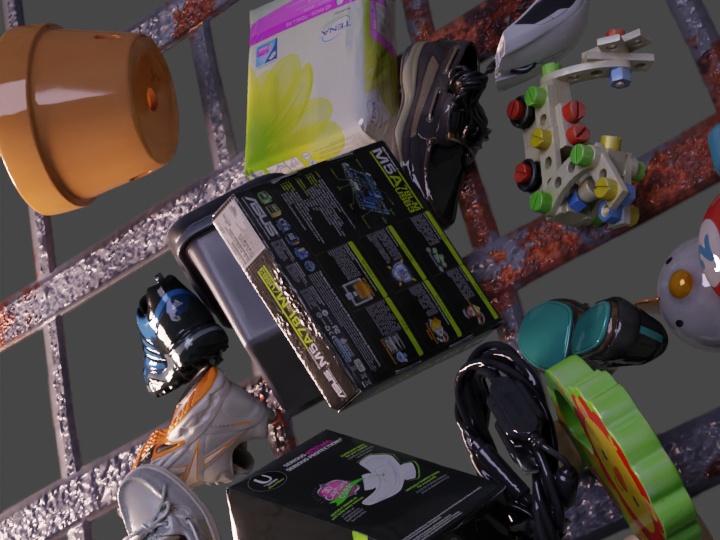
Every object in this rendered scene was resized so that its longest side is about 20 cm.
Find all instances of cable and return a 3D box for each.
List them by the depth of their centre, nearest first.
[{"bbox_3d":[0.127,0.150,1.485,0.051,0.164,0.200,-18,32,-12],"label":"cable"}]

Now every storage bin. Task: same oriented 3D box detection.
[{"bbox_3d":[-0.066,0.026,1.657,0.145,0.200,0.135,-27,63,-2],"label":"storage bin"}]

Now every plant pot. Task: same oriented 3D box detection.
[{"bbox_3d":[-0.277,-0.166,1.919,0.139,0.200,0.201,-9,62,16],"label":"plant pot"}]

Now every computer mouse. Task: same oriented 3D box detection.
[{"bbox_3d":[0.150,-0.193,1.648,0.044,0.110,0.200,36,66,21],"label":"computer mouse"}]

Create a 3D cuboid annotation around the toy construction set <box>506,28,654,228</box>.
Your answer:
[{"bbox_3d":[0.192,-0.121,1.595,0.131,0.092,0.201,-34,39,51],"label":"toy construction set"}]

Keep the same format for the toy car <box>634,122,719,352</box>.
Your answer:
[{"bbox_3d":[0.284,0.007,1.424,0.200,0.176,0.185,-26,65,40],"label":"toy car"}]

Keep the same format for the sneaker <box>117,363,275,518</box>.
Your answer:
[{"bbox_3d":[-0.153,0.181,1.722,0.200,0.092,0.076,-50,15,34],"label":"sneaker"}]

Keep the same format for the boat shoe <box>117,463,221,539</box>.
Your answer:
[{"bbox_3d":[-0.162,0.265,1.648,0.074,0.065,0.203,-33,74,23],"label":"boat shoe"}]

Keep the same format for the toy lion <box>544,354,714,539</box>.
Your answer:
[{"bbox_3d":[0.195,0.138,1.391,0.068,0.192,0.200,-29,49,-4],"label":"toy lion"}]

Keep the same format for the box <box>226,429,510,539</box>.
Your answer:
[{"bbox_3d":[0.010,0.237,1.493,0.199,0.124,0.149,14,119,40],"label":"box"}]

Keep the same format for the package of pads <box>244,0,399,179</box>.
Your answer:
[{"bbox_3d":[-0.035,-0.189,1.818,0.154,0.068,0.201,-17,59,31],"label":"package of pads"}]

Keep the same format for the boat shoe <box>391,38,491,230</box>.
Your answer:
[{"bbox_3d":[0.077,-0.132,1.701,0.073,0.074,0.201,-16,60,31],"label":"boat shoe"}]

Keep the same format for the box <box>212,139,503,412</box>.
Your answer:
[{"bbox_3d":[0.000,0.000,1.571,0.200,0.193,0.048,56,133,10],"label":"box"}]

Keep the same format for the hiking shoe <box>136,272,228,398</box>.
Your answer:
[{"bbox_3d":[-0.173,0.059,1.735,0.074,0.200,0.087,-28,83,-22],"label":"hiking shoe"}]

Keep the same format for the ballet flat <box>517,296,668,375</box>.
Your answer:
[{"bbox_3d":[0.191,0.060,1.508,0.200,0.068,0.068,176,110,-75],"label":"ballet flat"}]
